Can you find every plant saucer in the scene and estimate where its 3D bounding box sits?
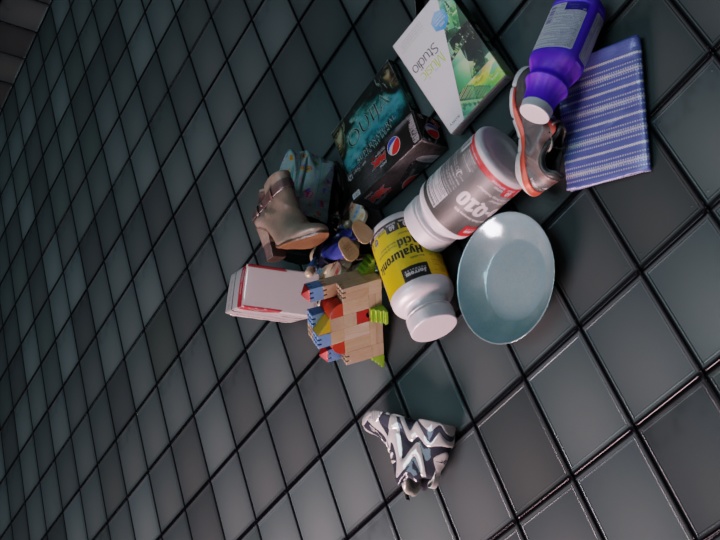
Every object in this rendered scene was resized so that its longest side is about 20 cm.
[{"bbox_3d":[0.232,0.013,1.440,0.199,0.038,0.206,-13,73,49],"label":"plant saucer"}]

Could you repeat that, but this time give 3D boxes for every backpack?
[{"bbox_3d":[-0.107,-0.134,1.800,0.166,0.124,0.204,-35,41,53],"label":"backpack"}]

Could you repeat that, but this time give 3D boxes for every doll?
[{"bbox_3d":[-0.049,-0.036,1.644,0.137,0.048,0.199,-50,12,-19],"label":"doll"}]

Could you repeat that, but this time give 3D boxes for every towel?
[{"bbox_3d":[0.354,-0.226,1.358,0.143,0.024,0.205,-13,74,47],"label":"towel"}]

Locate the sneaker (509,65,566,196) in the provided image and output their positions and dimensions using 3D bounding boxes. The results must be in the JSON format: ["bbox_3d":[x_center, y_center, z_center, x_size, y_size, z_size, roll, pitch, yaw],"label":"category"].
[{"bbox_3d":[0.279,-0.216,1.400,0.081,0.076,0.205,-17,72,48],"label":"sneaker"}]

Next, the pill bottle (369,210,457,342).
[{"bbox_3d":[0.092,0.011,1.555,0.111,0.110,0.203,-44,52,36],"label":"pill bottle"}]

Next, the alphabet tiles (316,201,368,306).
[{"bbox_3d":[-0.044,-0.038,1.744,0.198,0.014,0.201,-62,18,14],"label":"alphabet tiles"}]

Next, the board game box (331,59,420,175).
[{"bbox_3d":[0.025,-0.278,1.764,0.200,0.028,0.137,-48,50,34],"label":"board game box"}]

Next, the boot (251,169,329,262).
[{"bbox_3d":[-0.129,-0.106,1.659,0.198,0.069,0.150,-21,70,46],"label":"boot"}]

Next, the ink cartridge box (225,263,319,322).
[{"bbox_3d":[-0.173,0.046,1.797,0.200,0.143,0.085,161,116,-71],"label":"ink cartridge box"}]

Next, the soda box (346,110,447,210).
[{"bbox_3d":[0.063,-0.193,1.665,0.199,0.070,0.065,-40,53,39],"label":"soda box"}]

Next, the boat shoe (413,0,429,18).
[{"bbox_3d":[0.122,-0.430,1.653,0.068,0.056,0.205,-18,68,47],"label":"boat shoe"}]

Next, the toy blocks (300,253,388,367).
[{"bbox_3d":[-0.032,0.086,1.614,0.100,0.134,0.204,-134,35,-54],"label":"toy blocks"}]

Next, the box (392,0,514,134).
[{"bbox_3d":[0.154,-0.354,1.572,0.144,0.036,0.202,-45,69,35],"label":"box"}]

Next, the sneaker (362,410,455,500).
[{"bbox_3d":[0.067,0.308,1.546,0.196,0.079,0.133,3,76,41],"label":"sneaker"}]

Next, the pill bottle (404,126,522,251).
[{"bbox_3d":[0.166,-0.124,1.490,0.200,0.112,0.116,-43,52,37],"label":"pill bottle"}]

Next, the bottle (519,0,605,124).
[{"bbox_3d":[0.290,-0.310,1.364,0.082,0.065,0.203,7,66,45],"label":"bottle"}]

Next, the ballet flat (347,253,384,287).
[{"bbox_3d":[0.000,0.000,1.709,0.198,0.063,0.078,-14,72,49],"label":"ballet flat"}]
